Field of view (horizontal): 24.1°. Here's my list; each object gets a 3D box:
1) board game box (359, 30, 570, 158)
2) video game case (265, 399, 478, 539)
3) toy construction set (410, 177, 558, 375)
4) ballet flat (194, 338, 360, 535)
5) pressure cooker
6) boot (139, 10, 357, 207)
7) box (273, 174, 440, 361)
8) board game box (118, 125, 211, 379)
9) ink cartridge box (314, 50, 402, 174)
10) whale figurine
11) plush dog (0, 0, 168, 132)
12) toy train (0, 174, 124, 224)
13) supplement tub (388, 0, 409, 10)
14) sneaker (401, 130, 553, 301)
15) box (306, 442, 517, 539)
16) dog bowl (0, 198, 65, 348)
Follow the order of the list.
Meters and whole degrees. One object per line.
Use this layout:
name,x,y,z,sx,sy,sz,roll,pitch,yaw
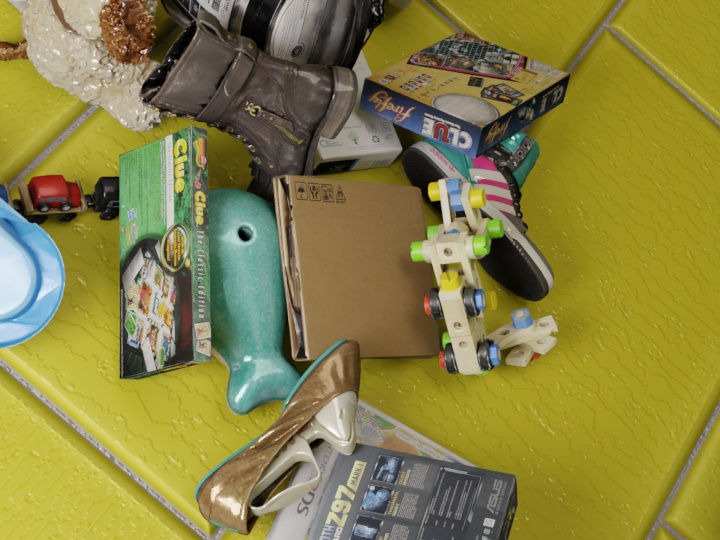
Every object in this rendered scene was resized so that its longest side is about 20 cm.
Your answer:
board game box,0.107,-0.180,1.691,0.135,0.035,0.200,26,32,23
video game case,0.029,0.222,1.486,0.199,0.023,0.183,30,53,-10
toy construction set,0.109,0.021,1.588,0.201,0.092,0.131,59,27,-24
ballet flat,-0.051,0.147,1.421,0.072,0.068,0.200,35,68,29
pressure cooker,-0.069,-0.263,1.558,0.200,0.176,0.179,38,82,26
boot,-0.114,-0.137,1.496,0.173,0.200,0.070,13,42,-24
box,0.000,0.000,1.529,0.199,0.021,0.165,2,80,-53
board game box,-0.168,-0.013,1.435,0.023,0.104,0.202,10,72,-41
ink cartridge box,-0.039,-0.193,1.682,0.099,0.039,0.201,-8,68,-32
whale figurine,-0.104,0.021,1.476,0.158,0.104,0.201,-10,71,-27
plush dog,-0.240,-0.241,1.513,0.159,0.172,0.201,-2,64,-29
toy train,-0.272,-0.063,1.473,0.199,0.046,0.034,-4,64,-30
supplement tub,0.005,-0.381,1.751,0.200,0.140,0.141,40,51,-3
sneaker,0.147,-0.073,1.690,0.121,0.084,0.200,-37,82,-29
box,0.031,0.245,1.383,0.156,0.051,0.201,10,51,15
dog bowl,-0.328,-0.022,1.390,0.200,0.050,0.112,43,86,1
